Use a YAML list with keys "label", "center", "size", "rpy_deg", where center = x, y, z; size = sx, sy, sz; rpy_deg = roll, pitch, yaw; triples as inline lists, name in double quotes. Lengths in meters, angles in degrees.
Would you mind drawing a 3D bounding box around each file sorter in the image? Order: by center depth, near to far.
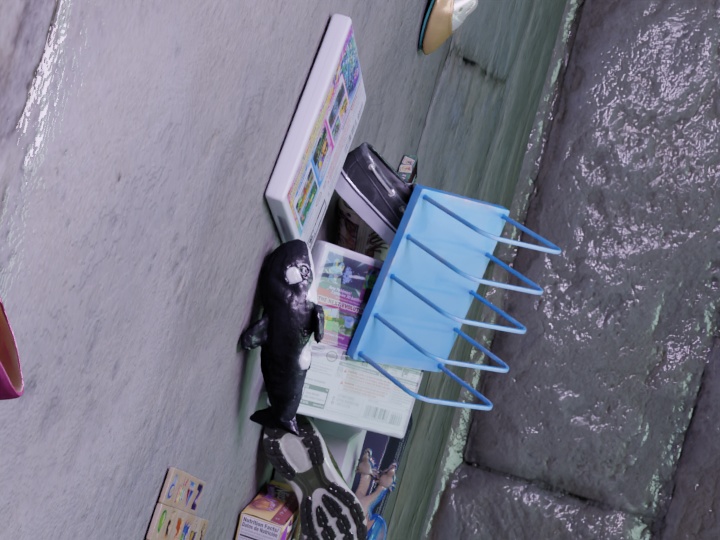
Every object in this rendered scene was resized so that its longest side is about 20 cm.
- label: "file sorter"
  center: [0.104, 0.034, 1.708]
  size: [0.138, 0.123, 0.201]
  rpy_deg: [11, 107, -41]

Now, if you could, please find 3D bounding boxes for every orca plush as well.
- label: "orca plush"
  center: [-0.093, 0.069, 1.583]
  size: [0.105, 0.071, 0.201]
  rpy_deg: [51, -44, 45]

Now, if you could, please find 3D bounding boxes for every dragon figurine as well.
- label: "dragon figurine"
  center: [-0.005, 0.314, 1.896]
  size: [0.099, 0.058, 0.202]
  rpy_deg: [-18, 123, -71]

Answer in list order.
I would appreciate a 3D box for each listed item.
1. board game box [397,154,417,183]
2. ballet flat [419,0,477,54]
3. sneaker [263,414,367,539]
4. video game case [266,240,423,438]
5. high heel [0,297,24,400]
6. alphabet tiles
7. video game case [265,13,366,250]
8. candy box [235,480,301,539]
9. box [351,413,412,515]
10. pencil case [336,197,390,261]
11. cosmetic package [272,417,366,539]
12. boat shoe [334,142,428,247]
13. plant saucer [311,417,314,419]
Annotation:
- label: "board game box"
  center: [0.037, -0.048, 2.136]
  size: [0.105, 0.023, 0.201]
  rpy_deg: [95, 14, -53]
- label: "ballet flat"
  center: [0.127, -0.366, 2.025]
  size: [0.069, 0.063, 0.202]
  rpy_deg: [-19, 124, -77]
- label: "sneaker"
  center: [-0.046, 0.238, 1.818]
  size: [0.089, 0.076, 0.201]
  rpy_deg: [-93, 161, -75]
- label: "video game case"
  center: [0.000, 0.079, 1.754]
  size: [0.199, 0.023, 0.184]
  rpy_deg: [19, 88, -42]
- label: "high heel"
  center: [-0.188, -0.038, 0.755]
  size: [0.067, 0.095, 0.201]
  rpy_deg: [-52, 156, -64]
- label: "alphabet tiles"
  center: [-0.181, 0.276, 1.512]
  size: [0.200, 0.007, 0.168]
  rpy_deg: [63, 43, -75]
- label: "video game case"
  center: [-0.042, -0.127, 1.603]
  size: [0.182, 0.024, 0.201]
  rpy_deg: [75, 33, -70]
- label: "candy box"
  center: [-0.116, 0.356, 1.840]
  size: [0.117, 0.056, 0.201]
  rpy_deg: [-37, 143, -73]
- label: "box"
  center: [-0.010, 0.245, 2.104]
  size: [0.182, 0.103, 0.201]
  rpy_deg: [85, 23, -66]
- label: "pencil case"
  center: [0.000, 0.000, 1.861]
  size: [0.090, 0.077, 0.201]
  rpy_deg: [-83, -177, -61]
- label: "cosmetic package"
  center: [-0.060, 0.275, 1.933]
  size: [0.108, 0.084, 0.202]
  rpy_deg: [-23, 128, -75]
- label: "boat shoe"
  center: [0.053, -0.065, 1.752]
  size: [0.068, 0.199, 0.074]
  rpy_deg: [-38, -156, 20]
- label: "plant saucer"
  center: [-0.043, 0.133, 1.943]
  size: [0.200, 0.019, 0.070]
  rpy_deg: [-35, 141, -85]
